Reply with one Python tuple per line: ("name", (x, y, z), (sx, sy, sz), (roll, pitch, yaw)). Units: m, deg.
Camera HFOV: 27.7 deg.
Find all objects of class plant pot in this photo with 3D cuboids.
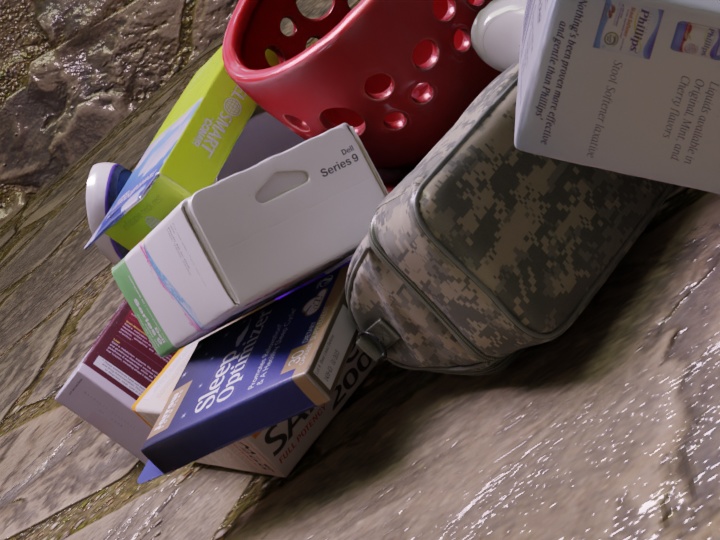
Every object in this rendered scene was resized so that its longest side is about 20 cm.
("plant pot", (0.026, -0.170, 1.113), (0.200, 0.182, 0.201), (-33, 36, 28))

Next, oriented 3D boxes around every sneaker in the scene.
("sneaker", (0.170, -0.144, 0.987), (0.081, 0.199, 0.077), (-57, -23, -60))
("sneaker", (-0.139, -0.027, 1.274), (0.146, 0.200, 0.081), (-3, 53, 15))

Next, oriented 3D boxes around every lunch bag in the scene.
("lunch bag", (0.088, -0.032, 0.973), (0.200, 0.139, 0.168), (-50, 10, -30))

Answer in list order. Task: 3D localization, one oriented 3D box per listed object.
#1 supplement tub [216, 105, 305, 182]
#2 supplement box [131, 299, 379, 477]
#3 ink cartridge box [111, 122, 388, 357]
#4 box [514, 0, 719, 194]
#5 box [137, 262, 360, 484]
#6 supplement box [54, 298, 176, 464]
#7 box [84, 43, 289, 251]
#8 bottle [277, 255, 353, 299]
("supplement tub", (-0.055, -0.105, 1.309), (0.140, 0.140, 0.200), (-39, 12, 13))
("supplement box", (-0.088, 0.091, 1.175), (0.126, 0.074, 0.200), (-50, 20, -21))
("ink cartridge box", (-0.081, -0.018, 1.070), (0.145, 0.088, 0.200), (-29, -2, -27))
("box", (0.196, -0.129, 0.836), (0.184, 0.199, 0.105), (-77, -1, -60))
("box", (-0.084, 0.076, 1.043), (0.200, 0.032, 0.121), (-29, 24, 35))
("supplement box", (-0.187, 0.072, 1.373), (0.061, 0.109, 0.200), (-46, 10, 44))
("box", (-0.137, -0.099, 1.166), (0.122, 0.048, 0.200), (-33, 26, 53))
("bottle", (0.000, 0.000, 1.213), (0.200, 0.065, 0.084), (-31, 16, 35))
